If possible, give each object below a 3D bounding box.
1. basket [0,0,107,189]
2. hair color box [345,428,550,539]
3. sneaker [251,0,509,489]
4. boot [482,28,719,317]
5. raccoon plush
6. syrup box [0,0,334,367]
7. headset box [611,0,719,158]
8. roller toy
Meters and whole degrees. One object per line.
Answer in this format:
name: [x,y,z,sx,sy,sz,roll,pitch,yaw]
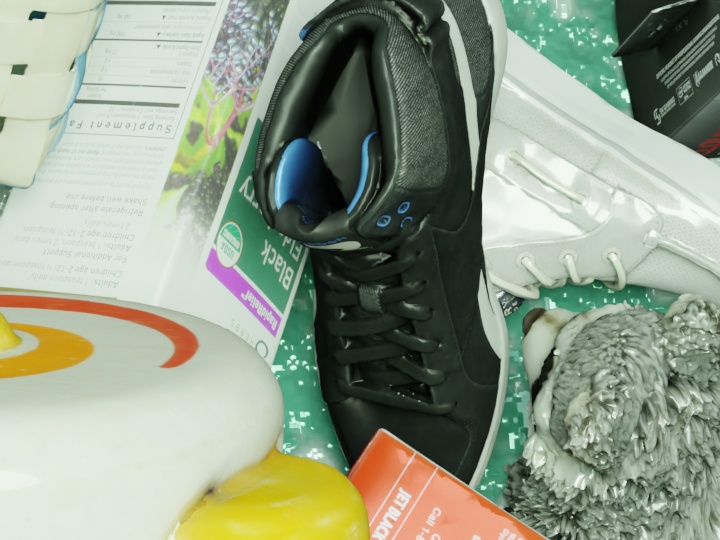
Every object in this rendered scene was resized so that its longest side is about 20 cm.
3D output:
basket: [-0.143,-0.141,0.794,0.139,0.177,0.200,10,38,-20]
hair color box: [0.065,0.143,0.804,0.200,0.111,0.064,32,70,2]
sneaker: [0.000,0.000,0.802,0.073,0.112,0.201,6,105,22]
boot: [0.074,-0.012,0.888,0.200,0.074,0.096,34,78,8]
raccoon plush: [0.132,0.083,0.823,0.200,0.134,0.097,29,67,0]
syrup box: [-0.058,-0.049,0.847,0.081,0.079,0.201,4,65,30]
headset box: [0.193,-0.098,0.889,0.199,0.149,0.075,-4,77,-13]
roller toy: [-0.110,0.076,0.667,0.182,0.200,0.140,-5,103,-27]
